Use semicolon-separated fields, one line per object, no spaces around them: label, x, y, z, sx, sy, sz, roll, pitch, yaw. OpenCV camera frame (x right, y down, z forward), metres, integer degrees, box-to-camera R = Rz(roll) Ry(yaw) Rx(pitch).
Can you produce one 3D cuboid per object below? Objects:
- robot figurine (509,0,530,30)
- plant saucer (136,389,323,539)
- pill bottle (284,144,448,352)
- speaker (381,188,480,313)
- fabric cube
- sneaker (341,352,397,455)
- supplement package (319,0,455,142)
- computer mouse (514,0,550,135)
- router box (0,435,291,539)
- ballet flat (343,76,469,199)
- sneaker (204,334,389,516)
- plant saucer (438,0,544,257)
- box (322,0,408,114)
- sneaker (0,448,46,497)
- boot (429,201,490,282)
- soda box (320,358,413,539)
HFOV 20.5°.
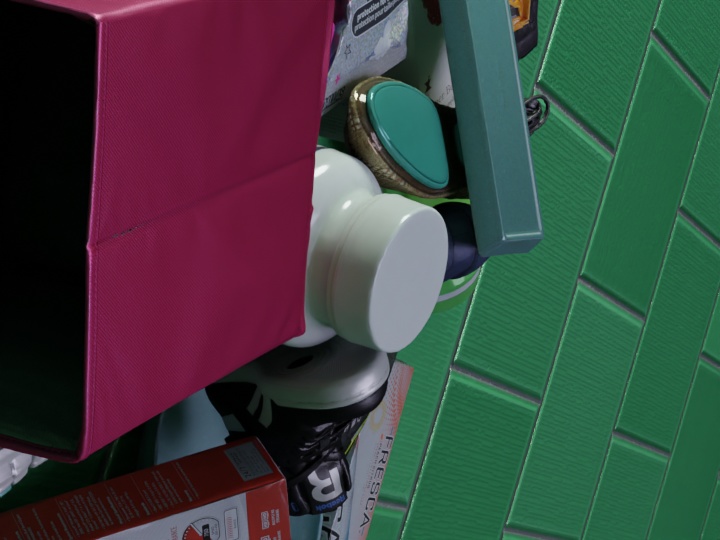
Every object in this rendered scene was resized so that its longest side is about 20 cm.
robot figurine;0.071;-0.238;1.393;0.145;0.058;0.201;-29;125;-34
plant saucer;-0.088;0.137;1.280;0.200;0.036;0.201;17;70;-59
pill bottle;-0.056;-0.022;1.110;0.111;0.200;0.111;-38;137;-46
speaker;0.039;-0.065;1.425;0.089;0.088;0.200;-54;148;-37
fabric cube;-0.147;-0.053;0.919;0.199;0.196;0.201;-29;128;-59
sneaker;-0.016;0.052;1.351;0.200;0.076;0.075;-72;-172;-50
supplement package;0.010;-0.191;1.252;0.121;0.119;0.200;-50;145;-40
computer mouse;0.081;-0.178;1.506;0.140;0.046;0.200;-29;128;-34
router box;-0.127;0.212;1.165;0.179;0.049;0.200;-16;125;-19
ballet flat;0.031;-0.069;1.177;0.200;0.065;0.071;11;68;-58
sneaker;-0.022;0.094;1.171;0.073;0.200;0.112;-28;104;-22
plant saucer;0.077;-0.109;1.184;0.070;0.019;0.201;-5;87;-59
box;-0.070;-0.150;1.095;0.200;0.132;0.115;-40;139;-51
sneaker;-0.177;0.051;1.060;0.200;0.077;0.091;-37;132;-55
boot;0.000;0.000;1.244;0.090;0.200;0.073;-12;92;-29
soda box;-0.026;0.152;1.436;0.068;0.063;0.201;20;85;-65
